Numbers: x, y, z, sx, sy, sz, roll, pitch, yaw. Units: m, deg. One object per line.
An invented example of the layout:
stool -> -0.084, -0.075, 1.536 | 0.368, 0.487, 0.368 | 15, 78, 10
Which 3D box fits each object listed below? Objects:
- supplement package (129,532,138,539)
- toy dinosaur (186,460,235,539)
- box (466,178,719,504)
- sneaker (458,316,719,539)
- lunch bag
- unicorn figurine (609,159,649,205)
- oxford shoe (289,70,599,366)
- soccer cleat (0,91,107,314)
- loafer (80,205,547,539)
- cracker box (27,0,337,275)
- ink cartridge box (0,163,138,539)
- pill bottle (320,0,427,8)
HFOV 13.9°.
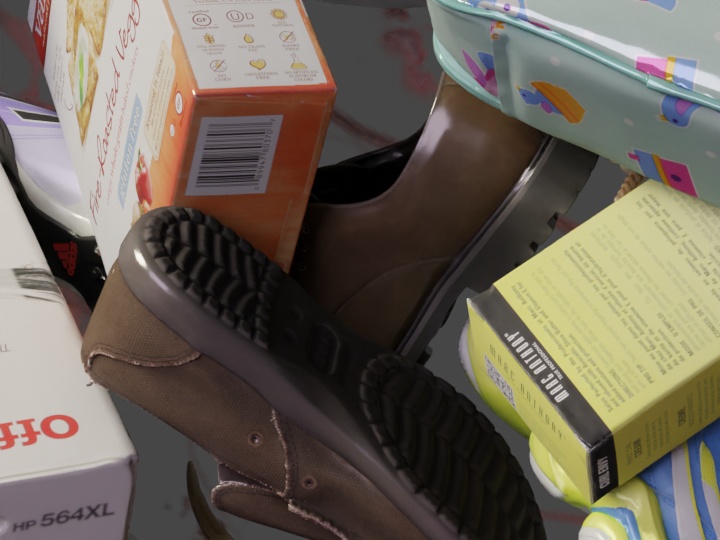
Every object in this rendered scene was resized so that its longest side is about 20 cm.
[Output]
supplement package -> -0.131, 0.160, 1.145 | 0.200, 0.121, 0.120 | 36, 97, 29
toy dinosaur -> -0.005, 0.136, 1.098 | 0.199, 0.101, 0.058 | 17, 111, 26
box -> 0.139, -0.008, 1.033 | 0.200, 0.050, 0.075 | -35, 64, -10
sneaker -> 0.120, 0.062, 1.059 | 0.105, 0.076, 0.200 | -44, 63, 13
lunch bag -> 0.134, -0.107, 1.011 | 0.199, 0.077, 0.161 | 23, 68, 16
unicorn figurine -> 0.123, -0.120, 1.106 | 0.137, 0.074, 0.200 | -42, 48, 15
oxford shoe -> 0.000, 0.000, 1.114 | 0.084, 0.073, 0.200 | 35, 118, -8
soccer cleat -> -0.109, -0.029, 1.192 | 0.200, 0.073, 0.068 | 32, 131, 22
loafer -> -0.017, 0.060, 1.045 | 0.200, 0.073, 0.071 | 42, 121, -9
cracker box -> -0.073, -0.083, 1.111 | 0.134, 0.057, 0.200 | 106, 154, -42
ink cartridge box -> -0.182, 0.042, 1.081 | 0.200, 0.145, 0.085 | -119, 30, -42
pill bottle -> 0.005, -0.211, 1.154 | 0.114, 0.114, 0.201 | 2, 81, 28
